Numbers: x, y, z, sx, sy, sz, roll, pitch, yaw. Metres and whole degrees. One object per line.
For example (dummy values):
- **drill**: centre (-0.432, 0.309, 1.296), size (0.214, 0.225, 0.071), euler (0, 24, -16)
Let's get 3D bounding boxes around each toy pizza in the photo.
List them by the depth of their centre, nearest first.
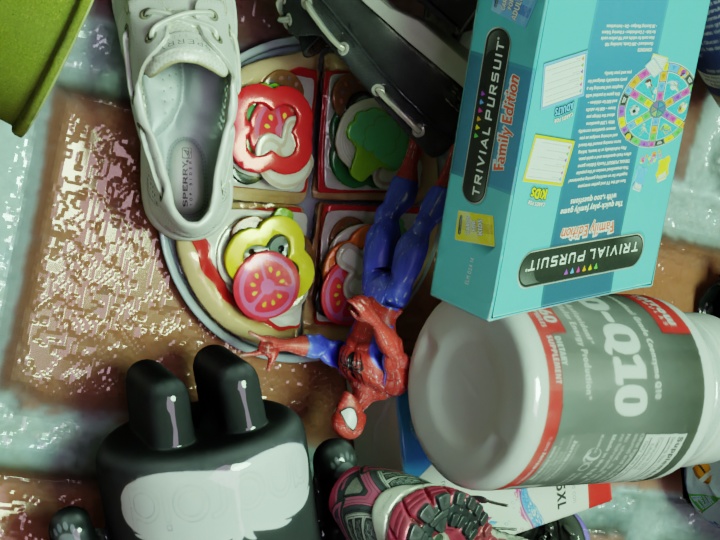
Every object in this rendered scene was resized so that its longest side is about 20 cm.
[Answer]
- **toy pizza**: centre (-0.028, -0.042, 0.906), size (0.199, 0.032, 0.202), euler (-4, 99, -29)

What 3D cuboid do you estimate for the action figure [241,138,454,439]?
- **action figure**: centre (0.000, 0.000, 0.870), size (0.099, 0.065, 0.202), euler (10, 94, -47)

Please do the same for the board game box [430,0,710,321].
- **board game box**: centre (0.117, -0.084, 0.801), size (0.150, 0.047, 0.202), euler (-9, 115, -44)

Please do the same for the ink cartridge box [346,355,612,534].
- **ink cartridge box**: centre (0.096, 0.106, 0.976), size (0.199, 0.067, 0.117), euler (-14, 104, -27)

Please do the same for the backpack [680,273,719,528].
- **backpack**: centre (0.329, 0.117, 1.068), size (0.199, 0.154, 0.192), euler (23, 96, -32)

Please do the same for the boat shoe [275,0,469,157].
- **boat shoe**: centre (-0.012, -0.145, 0.846), size (0.200, 0.074, 0.060), euler (40, 103, 6)

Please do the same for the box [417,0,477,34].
- **box**: centre (0.043, -0.266, 0.789), size (0.198, 0.200, 0.050), euler (44, 30, 10)

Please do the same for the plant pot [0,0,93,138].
- **plant pot**: centre (-0.212, -0.194, 0.704), size (0.192, 0.200, 0.202), euler (23, 86, -18)

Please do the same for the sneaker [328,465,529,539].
- **sneaker**: centre (0.054, 0.171, 0.881), size (0.081, 0.074, 0.200), euler (-54, 138, -17)

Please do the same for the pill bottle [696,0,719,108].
- **pill bottle**: centre (0.247, -0.211, 0.989), size (0.111, 0.111, 0.200), euler (-44, 115, -17)

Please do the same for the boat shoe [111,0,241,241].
- **boat shoe**: centre (-0.097, -0.118, 0.822), size (0.070, 0.069, 0.202), euler (-8, 92, -11)

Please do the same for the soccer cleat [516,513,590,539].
- **soccer cleat**: centre (0.151, 0.251, 1.035), size (0.073, 0.068, 0.202), euler (-19, 107, -43)

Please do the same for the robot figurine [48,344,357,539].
- **robot figurine**: centre (-0.085, 0.148, 0.851), size (0.125, 0.149, 0.202), euler (-39, 123, -68)

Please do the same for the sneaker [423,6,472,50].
- **sneaker**: centre (0.132, -0.193, 0.882), size (0.145, 0.077, 0.203), euler (17, 110, -25)

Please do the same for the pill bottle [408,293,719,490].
- **pill bottle**: centre (0.137, 0.070, 0.885), size (0.199, 0.114, 0.115), euler (2, 96, -37)
